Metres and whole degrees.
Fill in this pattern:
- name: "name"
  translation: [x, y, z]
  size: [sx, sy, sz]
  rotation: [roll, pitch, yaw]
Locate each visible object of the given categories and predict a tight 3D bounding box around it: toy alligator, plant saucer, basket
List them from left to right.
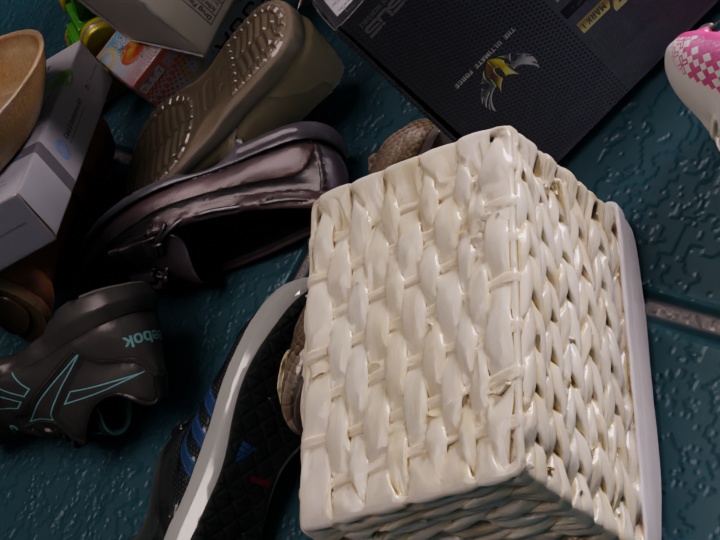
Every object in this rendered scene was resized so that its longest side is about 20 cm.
- name: "plant saucer"
  translation: [-0.266, -0.072, 0.960]
  size: [0.200, 0.035, 0.200]
  rotation: [-28, 29, 17]
- name: "toy alligator"
  translation: [-0.177, -0.186, 1.078]
  size: [0.054, 0.200, 0.059]
  rotation: [-20, 55, -17]
- name: "basket"
  translation: [0.052, 0.048, 0.739]
  size: [0.136, 0.123, 0.200]
  rotation: [-20, 52, 30]

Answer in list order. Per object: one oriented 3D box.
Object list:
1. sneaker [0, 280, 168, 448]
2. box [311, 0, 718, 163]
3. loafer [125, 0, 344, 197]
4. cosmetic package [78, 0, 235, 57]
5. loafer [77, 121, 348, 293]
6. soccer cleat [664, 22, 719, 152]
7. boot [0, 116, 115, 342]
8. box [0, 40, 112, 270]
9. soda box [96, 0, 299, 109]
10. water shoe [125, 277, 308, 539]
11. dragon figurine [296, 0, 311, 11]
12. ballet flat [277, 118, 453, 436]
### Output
- name: "sneaker"
  translation: [-0.189, 0.080, 0.968]
  size: [0.200, 0.075, 0.079]
  rotation: [-34, 76, 41]
- name: "box"
  translation: [0.098, -0.158, 0.802]
  size: [0.200, 0.158, 0.051]
  rotation: [-45, 36, 9]
- name: "loafer"
  translation: [-0.082, -0.088, 0.989]
  size: [0.200, 0.068, 0.076]
  rotation: [-38, 40, 39]
- name: "cosmetic package"
  translation: [-0.109, -0.250, 0.985]
  size: [0.087, 0.103, 0.200]
  rotation: [18, 75, 43]
- name: "loafer"
  translation: [-0.094, -0.023, 0.956]
  size: [0.200, 0.072, 0.063]
  rotation: [-27, 53, 23]
- name: "soccer cleat"
  translation: [0.197, -0.049, 0.712]
  size: [0.086, 0.070, 0.200]
  rotation: [-52, 43, 2]
- name: "boot"
  translation: [-0.209, -0.034, 1.035]
  size: [0.155, 0.077, 0.200]
  rotation: [-56, 13, -11]
- name: "box"
  translation: [-0.245, -0.054, 0.992]
  size: [0.156, 0.041, 0.200]
  rotation: [-27, 28, 20]
- name: "soda box"
  translation: [-0.087, -0.196, 1.056]
  size: [0.200, 0.068, 0.064]
  rotation: [-52, 42, 2]
- name: "water shoe"
  translation: [-0.078, 0.090, 0.865]
  size: [0.079, 0.071, 0.200]
  rotation: [11, 72, 47]
- name: "dragon figurine"
  translation: [-0.012, -0.192, 0.947]
  size: [0.099, 0.059, 0.200]
  rotation: [7, 29, 25]
- name: "ballet flat"
  translation: [0.000, 0.000, 0.854]
  size: [0.046, 0.067, 0.200]
  rotation: [12, 67, 31]
